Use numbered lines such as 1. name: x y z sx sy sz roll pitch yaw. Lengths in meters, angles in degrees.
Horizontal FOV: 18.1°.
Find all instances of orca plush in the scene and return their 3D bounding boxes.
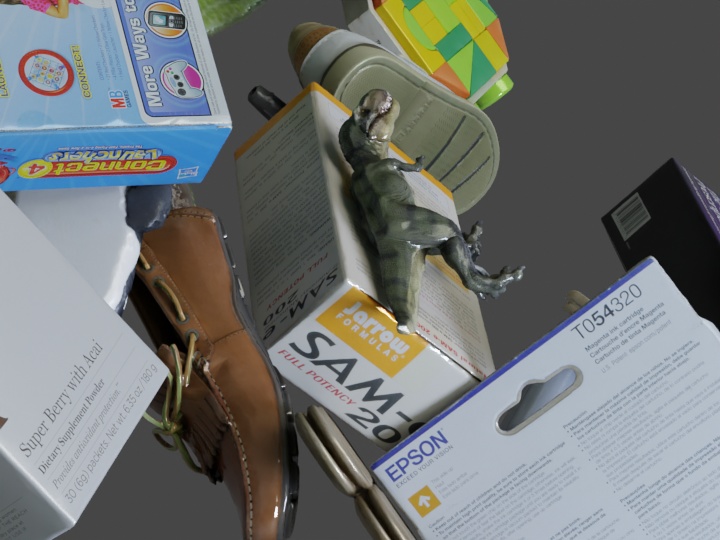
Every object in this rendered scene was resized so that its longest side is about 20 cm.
1. orca plush: -0.161 -0.044 1.172 0.105 0.071 0.200 -22 69 -14

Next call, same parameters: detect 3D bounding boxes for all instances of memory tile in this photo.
1. memory tile: 0.015 0.135 1.167 0.153 0.017 0.200 55 -1 5

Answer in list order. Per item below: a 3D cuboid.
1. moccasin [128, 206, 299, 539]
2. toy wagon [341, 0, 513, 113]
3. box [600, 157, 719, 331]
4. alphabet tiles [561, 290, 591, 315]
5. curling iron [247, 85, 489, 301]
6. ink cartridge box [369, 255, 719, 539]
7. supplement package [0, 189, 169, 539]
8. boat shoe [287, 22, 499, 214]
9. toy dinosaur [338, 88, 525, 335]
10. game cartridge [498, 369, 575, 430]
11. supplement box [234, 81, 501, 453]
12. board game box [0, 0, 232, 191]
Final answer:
1. moccasin: -0.083 0.056 1.155 0.078 0.074 0.202 -13 63 -15
2. toy wagon: 0.050 -0.181 1.592 0.155 0.040 0.200 54 31 -6
3. box: 0.269 0.030 1.625 0.141 0.079 0.200 38 20 -33
4. alphabet tiles: 0.215 0.084 1.478 0.196 0.015 0.200 40 0 -44
5. curling iron: 0.009 -0.050 1.415 0.200 0.026 0.050 42 -2 -14
6. ink cartridge box: 0.141 0.125 1.237 0.200 0.196 0.043 53 8 -2
7. supplement package: -0.204 0.028 0.962 0.200 0.120 0.121 48 33 -14
8. boat shoe: 0.023 -0.102 1.443 0.068 0.075 0.200 44 2 36
9. toy dinosaur: 0.036 -0.016 1.224 0.088 0.047 0.200 20 34 -26
10. game cartridge: 0.176 0.143 1.449 0.200 0.040 0.133 45 46 -10
11. supplement box: 0.000 0.000 1.290 0.126 0.074 0.200 38 24 -29
12. board game box: -0.184 -0.136 1.125 0.196 0.056 0.200 -3 61 -25
